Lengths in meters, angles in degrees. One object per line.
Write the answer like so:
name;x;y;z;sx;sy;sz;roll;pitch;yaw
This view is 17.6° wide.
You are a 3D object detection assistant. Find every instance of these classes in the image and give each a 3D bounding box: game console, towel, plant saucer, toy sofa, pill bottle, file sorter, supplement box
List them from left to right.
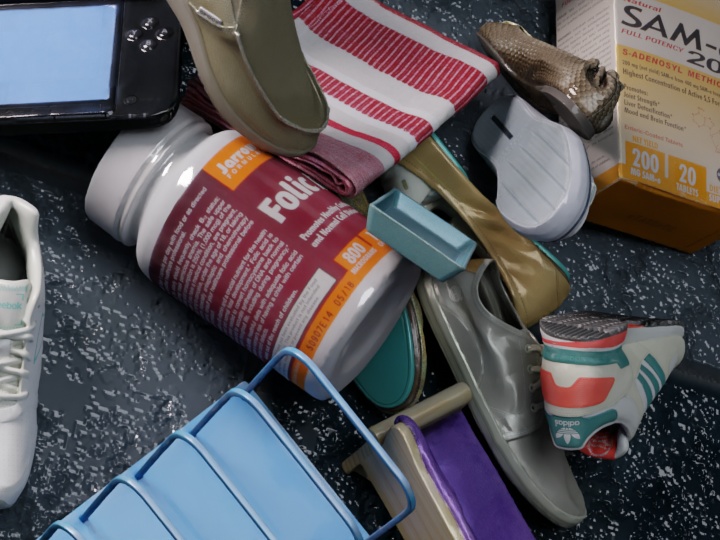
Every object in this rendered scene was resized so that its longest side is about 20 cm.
game console;-0.216;-0.185;1.481;0.199;0.117;0.176;-2;51;3
file sorter;-0.085;0.161;1.419;0.200;0.123;0.139;-37;86;-29
pill bottle;-0.071;-0.018;1.498;0.200;0.114;0.114;35;57;12
towel;-0.010;-0.129;1.591;0.144;0.023;0.200;30;42;18
plant saucer;0.039;-0.023;1.494;0.070;0.200;0.019;35;98;1
toy sofa;0.080;0.176;1.505;0.083;0.098;0.201;-24;78;-30
supplement box;0.213;-0.128;1.703;0.126;0.073;0.201;15;62;-30

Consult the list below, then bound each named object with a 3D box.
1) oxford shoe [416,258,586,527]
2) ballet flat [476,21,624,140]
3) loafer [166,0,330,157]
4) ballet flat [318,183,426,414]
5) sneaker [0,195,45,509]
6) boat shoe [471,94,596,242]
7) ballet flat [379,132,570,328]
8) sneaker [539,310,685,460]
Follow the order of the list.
oxford shoe;0.105;0.078;1.566;0.201;0.058;0.075;64;18;5
ballet flat;0.133;-0.140;1.627;0.046;0.200;0.067;-42;113;-1
loafer;-0.072;-0.160;1.458;0.200;0.068;0.076;58;35;-21
ballet flat;0.000;0.000;1.574;0.070;0.071;0.201;-22;80;-30
sneaker;-0.229;0.047;1.438;0.070;0.080;0.201;6;67;-23
boat shoe;0.133;-0.064;1.599;0.067;0.074;0.200;38;16;-22
ballet flat;0.061;-0.038;1.614;0.200;0.069;0.063;45;74;2
sneaker;0.167;0.078;1.579;0.070;0.200;0.094;6;93;23
